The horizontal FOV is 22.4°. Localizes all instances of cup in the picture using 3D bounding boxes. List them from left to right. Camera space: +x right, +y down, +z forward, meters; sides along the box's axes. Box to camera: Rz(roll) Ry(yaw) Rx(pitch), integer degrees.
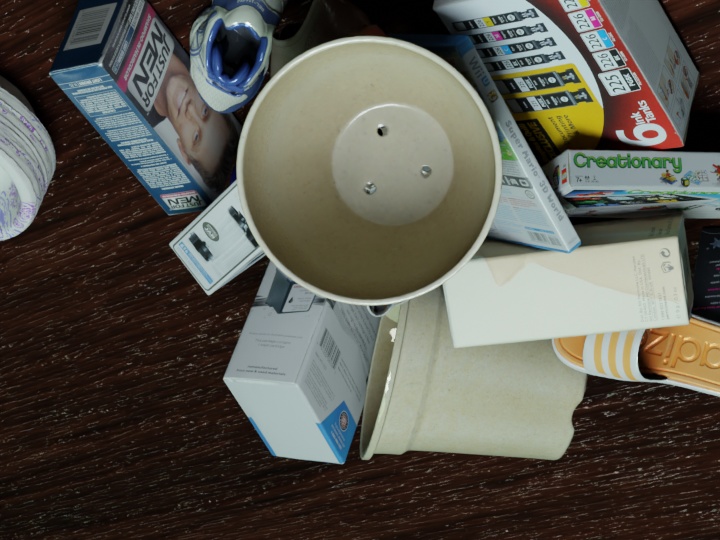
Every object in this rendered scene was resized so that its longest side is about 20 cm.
[{"bbox_3d":[0.016,-0.080,1.414,0.200,0.201,0.143,12,-173,7],"label":"cup"}]

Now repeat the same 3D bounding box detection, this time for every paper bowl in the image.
[{"bbox_3d":[-0.391,-0.126,1.747,0.200,0.104,0.201,12,147,8],"label":"paper bowl"}]

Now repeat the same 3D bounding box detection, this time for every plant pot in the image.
[{"bbox_3d":[0.109,0.093,1.686,0.183,0.201,0.201,11,147,-4],"label":"plant pot"}]

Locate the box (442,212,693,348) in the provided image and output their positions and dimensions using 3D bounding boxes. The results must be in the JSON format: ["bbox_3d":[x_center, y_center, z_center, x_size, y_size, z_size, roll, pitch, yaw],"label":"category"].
[{"bbox_3d":[0.175,0.008,1.530,0.200,0.095,0.078,-7,103,13],"label":"box"}]

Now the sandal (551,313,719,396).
[{"bbox_3d":[0.261,0.060,1.570,0.206,0.079,0.059,11,171,25],"label":"sandal"}]

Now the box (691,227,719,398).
[{"bbox_3d":[0.409,0.039,1.625,0.200,0.115,0.132,-2,142,28],"label":"box"}]

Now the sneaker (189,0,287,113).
[{"bbox_3d":[-0.115,-0.185,1.552,0.075,0.088,0.200,18,148,-3],"label":"sneaker"}]

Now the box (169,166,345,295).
[{"bbox_3d":[-0.074,-0.061,1.577,0.060,0.117,0.200,53,145,0],"label":"box"}]

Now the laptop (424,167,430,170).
[{"bbox_3d":[0.118,-0.010,1.672,0.187,0.116,0.200,33,125,-23],"label":"laptop"}]

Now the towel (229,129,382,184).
[{"bbox_3d":[-0.041,-0.086,1.657,0.148,0.050,0.200,41,143,4],"label":"towel"}]

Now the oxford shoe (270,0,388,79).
[{"bbox_3d":[-0.044,-0.168,1.512,0.073,0.071,0.200,51,144,2],"label":"oxford shoe"}]

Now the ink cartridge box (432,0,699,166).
[{"bbox_3d":[0.148,-0.179,1.448,0.175,0.084,0.200,-7,140,34],"label":"ink cartridge box"}]

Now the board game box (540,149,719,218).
[{"bbox_3d":[0.245,-0.070,1.511,0.200,0.035,0.126,0,171,-14],"label":"board game box"}]

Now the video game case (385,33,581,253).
[{"bbox_3d":[0.091,-0.104,1.476,0.200,0.018,0.143,58,160,-22],"label":"video game case"}]

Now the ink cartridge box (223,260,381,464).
[{"bbox_3d":[-0.044,0.067,1.788,0.086,0.200,0.147,2,144,24],"label":"ink cartridge box"}]

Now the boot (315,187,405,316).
[{"bbox_3d":[0.000,0.000,1.608,0.073,0.096,0.200,2,152,-21],"label":"boot"}]

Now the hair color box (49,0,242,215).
[{"bbox_3d":[-0.187,-0.150,1.623,0.060,0.100,0.200,-6,141,29],"label":"hair color box"}]
